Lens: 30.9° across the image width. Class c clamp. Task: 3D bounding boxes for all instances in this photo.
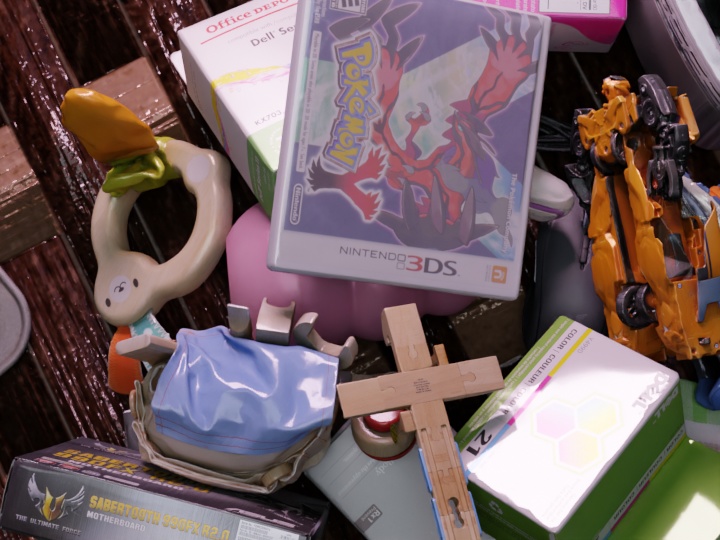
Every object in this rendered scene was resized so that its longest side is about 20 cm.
[{"bbox_3d":[-0.357,0.044,1.041,0.170,0.027,0.201,-35,86,1],"label":"c clamp"}]

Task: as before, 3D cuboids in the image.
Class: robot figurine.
[{"bbox_3d":[0.200,-0.037,0.905,0.058,0.145,0.202,-7,86,-20],"label":"robot figurine"}]

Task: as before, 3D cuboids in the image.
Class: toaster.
[{"bbox_3d":[0.273,-0.175,0.966,0.113,0.129,0.201,-24,85,2],"label":"toaster"}]

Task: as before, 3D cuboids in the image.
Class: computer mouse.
[{"bbox_3d":[0.145,-0.030,0.996,0.139,0.046,0.202,16,80,5],"label":"computer mouse"}]

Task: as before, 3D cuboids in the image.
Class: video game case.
[{"bbox_3d":[0.035,-0.089,0.888,0.181,0.023,0.202,7,89,-18],"label":"video game case"}]

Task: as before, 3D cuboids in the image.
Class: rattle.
[{"bbox_3d":[-0.178,-0.012,0.971,0.129,0.143,0.202,19,85,12],"label":"rattle"}]

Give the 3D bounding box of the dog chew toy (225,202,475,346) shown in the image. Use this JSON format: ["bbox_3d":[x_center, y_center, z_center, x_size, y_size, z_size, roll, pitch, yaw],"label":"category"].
[{"bbox_3d":[0.000,0.000,0.979,0.198,0.125,0.126,-5,86,-4],"label":"dog chew toy"}]

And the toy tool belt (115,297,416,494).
[{"bbox_3d":[-0.059,0.082,0.880,0.198,0.123,0.126,2,55,3],"label":"toy tool belt"}]

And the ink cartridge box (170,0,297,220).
[{"bbox_3d":[-0.058,-0.140,0.963,0.116,0.068,0.200,-26,57,-16],"label":"ink cartridge box"}]

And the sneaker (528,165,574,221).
[{"bbox_3d":[0.081,-0.108,0.981,0.199,0.075,0.100,31,86,24],"label":"sneaker"}]

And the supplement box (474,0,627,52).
[{"bbox_3d":[0.100,-0.228,0.993,0.198,0.101,0.104,3,86,3],"label":"supplement box"}]

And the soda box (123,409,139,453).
[{"bbox_3d":[-0.131,0.201,0.999,0.070,0.063,0.202,-9,85,3],"label":"soda box"}]

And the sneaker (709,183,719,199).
[{"bbox_3d":[0.340,0.005,0.980,0.078,0.075,0.201,-35,87,-3],"label":"sneaker"}]

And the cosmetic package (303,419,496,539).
[{"bbox_3d":[0.062,0.185,0.978,0.200,0.090,0.107,43,86,8],"label":"cosmetic package"}]

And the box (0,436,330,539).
[{"bbox_3d":[-0.125,0.166,0.890,0.198,0.158,0.049,14,89,5],"label":"box"}]

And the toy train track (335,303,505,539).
[{"bbox_3d":[0.047,0.121,0.853,0.114,0.033,0.202,-8,68,-17],"label":"toy train track"}]

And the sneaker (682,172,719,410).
[{"bbox_3d":[0.245,0.015,0.966,0.085,0.077,0.201,-30,92,-10],"label":"sneaker"}]

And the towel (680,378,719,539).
[{"bbox_3d":[0.212,0.162,0.951,0.148,0.031,0.201,12,51,3],"label":"towel"}]

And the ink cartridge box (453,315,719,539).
[{"bbox_3d":[0.177,0.139,0.869,0.199,0.076,0.148,27,63,37],"label":"ink cartridge box"}]
